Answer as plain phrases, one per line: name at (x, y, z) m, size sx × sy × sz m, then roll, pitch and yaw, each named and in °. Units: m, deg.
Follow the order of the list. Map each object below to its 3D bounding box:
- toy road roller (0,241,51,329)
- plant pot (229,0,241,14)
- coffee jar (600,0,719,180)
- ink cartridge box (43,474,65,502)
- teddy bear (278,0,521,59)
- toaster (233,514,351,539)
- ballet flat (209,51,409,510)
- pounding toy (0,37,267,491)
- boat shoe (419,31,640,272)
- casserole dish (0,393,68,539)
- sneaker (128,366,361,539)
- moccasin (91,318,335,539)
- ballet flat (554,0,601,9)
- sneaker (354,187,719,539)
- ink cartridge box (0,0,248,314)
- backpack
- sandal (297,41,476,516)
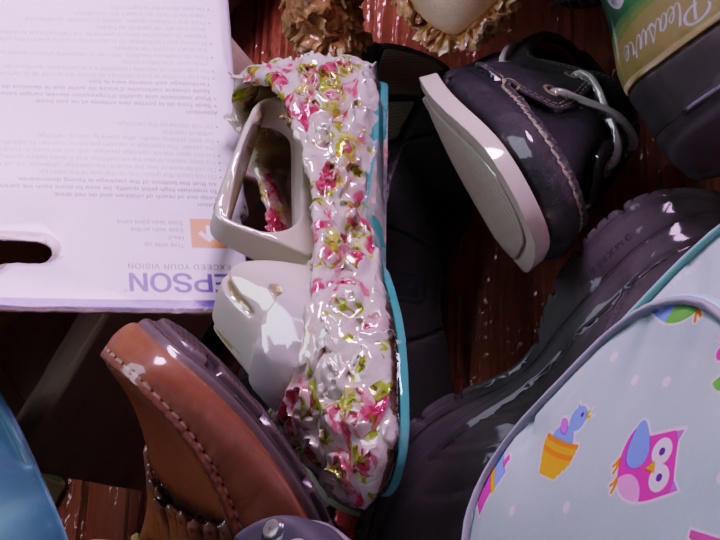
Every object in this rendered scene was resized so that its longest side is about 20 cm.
toy road roller at (-0.196, 0.016, 1.067) m, size 0.145 × 0.123 × 0.201 m, roll -11°, pitch 71°, yaw 33°
plant pot at (-0.120, -0.165, 1.260) m, size 0.199 × 0.186 × 0.187 m, roll -32°, pitch 42°, yaw 21°
coffee jar at (0.107, -0.135, 0.867) m, size 0.104 × 0.085 × 0.201 m, roll -34°, pitch 76°, yaw 40°
ink cartridge box at (-0.224, 0.116, 1.327) m, size 0.146 × 0.048 × 0.200 m, roll -61°, pitch 33°, yaw 10°
teddy bear at (0.017, -0.145, 1.006) m, size 0.200 × 0.066 × 0.146 m, roll 2°, pitch 87°, yaw 58°
toaster at (0.014, 0.174, 0.788) m, size 0.114 × 0.129 × 0.200 m, roll -47°, pitch 40°, yaw 7°
ballet flat at (-0.021, 0.000, 0.930) m, size 0.201 × 0.064 × 0.076 m, roll -94°, pitch 18°, yaw -46°
pounding toy at (-0.106, -0.003, 1.165) m, size 0.201 × 0.142 × 0.184 m, roll -57°, pitch 45°, yaw 19°
boat shoe at (0.061, -0.049, 0.912) m, size 0.067 × 0.072 × 0.200 m, roll -28°, pitch 7°, yaw 6°
casserole dish at (-0.133, 0.134, 1.052) m, size 0.039 × 0.201 × 0.121 m, roll -22°, pitch 39°, yaw -14°
sneaker at (-0.049, 0.106, 1.007) m, size 0.071 × 0.098 × 0.202 m, roll -29°, pitch 45°, yaw 48°
moccasin at (-0.049, 0.103, 0.892) m, size 0.077 × 0.202 × 0.074 m, roll -28°, pitch 41°, yaw -15°
ballet flat at (0.055, -0.156, 1.050) m, size 0.074 × 0.074 × 0.200 m, roll -59°, pitch 29°, yaw 12°
sneaker at (0.069, 0.068, 0.875) m, size 0.200 × 0.076 × 0.091 m, roll -54°, pitch 38°, yaw 23°
ink cartridge box at (-0.144, -0.060, 0.997) m, size 0.041 × 0.198 × 0.201 m, roll 108°, pitch 161°, yaw -55°
backpack at (0.116, 0.083, 0.713) m, size 0.176 × 0.153 × 0.201 m, roll -51°, pitch 29°, yaw 34°
sandal at (-0.001, 0.001, 1.031) m, size 0.057 × 0.079 × 0.202 m, roll 139°, pitch 143°, yaw -59°
